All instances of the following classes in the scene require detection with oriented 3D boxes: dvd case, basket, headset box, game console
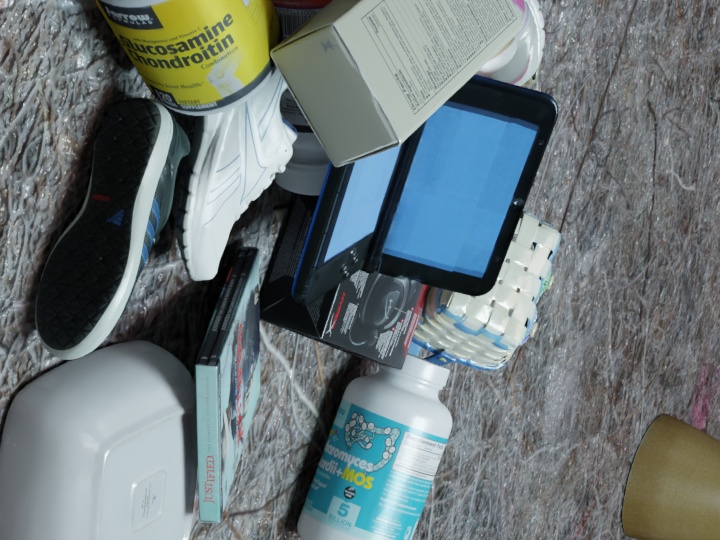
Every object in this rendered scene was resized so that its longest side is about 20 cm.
[{"bbox_3d":[-0.107,0.090,1.576,0.200,0.022,0.147,-74,167,-62],"label":"dvd case"},{"bbox_3d":[0.105,0.016,1.892,0.138,0.200,0.178,25,78,-18],"label":"basket"},{"bbox_3d":[0.000,0.000,1.756,0.200,0.077,0.150,24,84,-64],"label":"headset box"},{"bbox_3d":[0.052,-0.057,1.561,0.170,0.118,0.201,-34,147,-55],"label":"game console"}]

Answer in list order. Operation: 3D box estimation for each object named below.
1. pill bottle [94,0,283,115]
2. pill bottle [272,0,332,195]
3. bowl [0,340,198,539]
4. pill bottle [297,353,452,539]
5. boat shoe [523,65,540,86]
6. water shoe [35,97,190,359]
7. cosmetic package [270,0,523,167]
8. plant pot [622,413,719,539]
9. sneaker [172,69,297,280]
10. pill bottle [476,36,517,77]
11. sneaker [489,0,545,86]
[{"bbox_3d":[-0.133,-0.207,1.347,0.113,0.111,0.200,-62,151,-21],"label":"pill bottle"},{"bbox_3d":[-0.037,-0.168,1.554,0.111,0.111,0.202,-42,140,-46],"label":"pill bottle"},{"bbox_3d":[-0.192,0.166,1.486,0.199,0.074,0.202,-23,123,-58],"label":"bowl"},{"bbox_3d":[0.020,0.178,1.847,0.111,0.110,0.202,23,87,-63],"label":"pill bottle"},{"bbox_3d":[0.135,-0.262,1.878,0.075,0.068,0.201,-58,149,-29],"label":"boat shoe"},{"bbox_3d":[-0.173,-0.024,1.418,0.079,0.071,0.202,34,74,-64],"label":"water shoe"},{"bbox_3d":[0.030,-0.173,1.437,0.200,0.071,0.106,-43,108,-45],"label":"cosmetic package"},{"bbox_3d":[0.504,0.326,2.768,0.186,0.198,0.188,-41,140,-47],"label":"plant pot"},{"bbox_3d":[-0.095,-0.083,1.487,0.075,0.086,0.202,-118,-140,-65],"label":"sneaker"},{"bbox_3d":[0.054,-0.258,1.577,0.111,0.110,0.202,-45,127,-43],"label":"pill bottle"},{"bbox_3d":[0.098,-0.241,1.712,0.201,0.081,0.088,62,40,-28],"label":"sneaker"}]
